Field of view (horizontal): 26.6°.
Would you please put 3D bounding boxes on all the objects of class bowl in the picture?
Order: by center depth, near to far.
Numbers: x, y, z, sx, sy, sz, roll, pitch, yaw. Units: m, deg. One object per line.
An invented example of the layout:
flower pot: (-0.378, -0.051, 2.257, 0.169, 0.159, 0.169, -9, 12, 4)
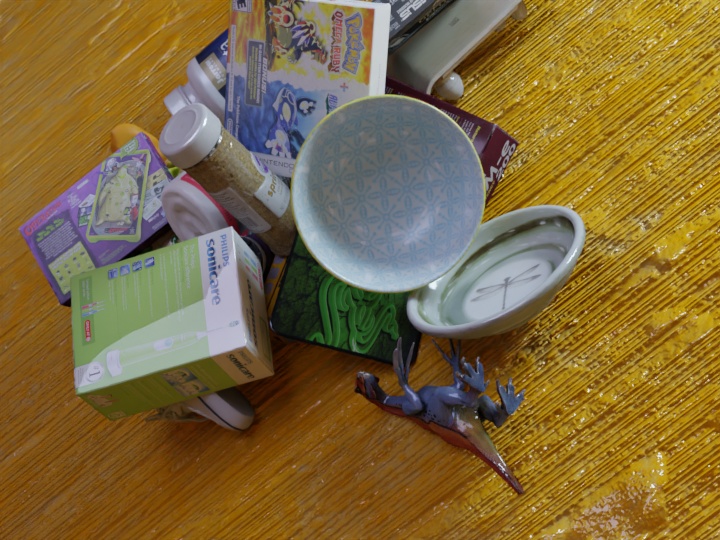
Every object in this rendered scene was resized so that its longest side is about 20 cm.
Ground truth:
bowl: (0.026, -0.084, 1.578, 0.200, 0.200, 0.108, -41, 8, 4)

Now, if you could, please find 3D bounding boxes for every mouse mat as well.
mouse mat: (0.000, 0.000, 1.636, 0.159, 0.008, 0.202, 14, 61, 1)

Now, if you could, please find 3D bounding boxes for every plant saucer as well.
plant saucer: (0.143, 0.013, 1.526, 0.199, 0.050, 0.201, -27, 24, 13)

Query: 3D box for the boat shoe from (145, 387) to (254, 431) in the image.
boat shoe: (-0.207, 0.137, 1.699, 0.201, 0.074, 0.087, 35, 98, 25)

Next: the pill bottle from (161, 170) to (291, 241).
pill bottle: (-0.130, -0.110, 1.798, 0.110, 0.111, 0.200, 17, 50, 45)

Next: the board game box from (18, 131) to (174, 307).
board game box: (-0.312, -0.062, 1.856, 0.199, 0.032, 0.121, -36, 76, 10)

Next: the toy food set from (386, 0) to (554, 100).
toy food set: (0.127, -0.273, 1.799, 0.200, 0.060, 0.144, -43, 30, 1)

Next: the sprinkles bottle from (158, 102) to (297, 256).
sprinkles bottle: (-0.131, -0.096, 1.646, 0.068, 0.200, 0.069, -25, 43, 26)

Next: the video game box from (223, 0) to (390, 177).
video game box: (-0.062, -0.199, 1.662, 0.180, 0.202, 0.047, 10, 18, 22)

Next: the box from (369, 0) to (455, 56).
box: (0.031, -0.284, 1.746, 0.199, 0.050, 0.158, -40, 1, 6)

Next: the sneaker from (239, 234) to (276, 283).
sneaker: (-0.154, 0.041, 1.765, 0.076, 0.087, 0.200, 45, 113, 11)

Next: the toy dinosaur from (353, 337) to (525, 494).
toy dinosaur: (0.064, 0.136, 1.493, 0.181, 0.104, 0.202, -30, 52, 46)

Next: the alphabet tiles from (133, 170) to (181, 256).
alphabet tiles: (-0.253, -0.017, 1.846, 0.166, 0.006, 0.200, -44, 71, 7)

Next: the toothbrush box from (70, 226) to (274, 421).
toothbrush box: (-0.205, 0.059, 1.640, 0.198, 0.086, 0.147, -18, 60, 13)

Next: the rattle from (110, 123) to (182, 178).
rattle: (-0.223, -0.090, 1.866, 0.129, 0.144, 0.201, -21, 39, 4)

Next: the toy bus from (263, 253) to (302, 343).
toy bus: (-0.049, -0.019, 1.720, 0.078, 0.065, 0.202, -4, 55, 40)

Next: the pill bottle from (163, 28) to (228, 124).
pill bottle: (-0.153, -0.253, 1.956, 0.200, 0.111, 0.111, -40, 41, 6)

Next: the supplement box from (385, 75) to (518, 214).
supplement box: (0.065, -0.138, 1.684, 0.199, 0.061, 0.110, 30, 93, 37)
